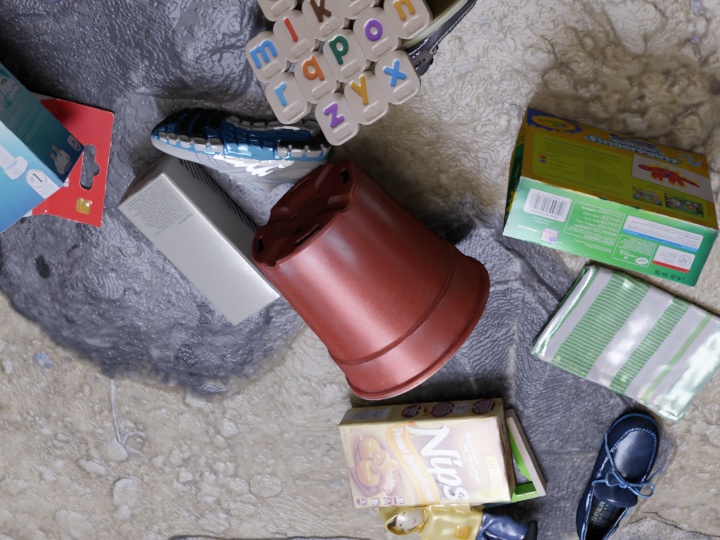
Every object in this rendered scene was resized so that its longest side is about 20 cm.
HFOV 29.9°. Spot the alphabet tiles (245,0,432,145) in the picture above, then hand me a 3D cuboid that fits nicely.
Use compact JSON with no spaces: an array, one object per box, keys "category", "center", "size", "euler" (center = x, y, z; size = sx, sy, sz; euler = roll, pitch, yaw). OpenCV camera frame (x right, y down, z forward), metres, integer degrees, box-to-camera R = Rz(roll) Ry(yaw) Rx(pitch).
[{"category":"alphabet tiles","center":[-0.024,-0.237,1.359],"size":[0.200,0.015,0.196],"euler":[-32,80,27]}]

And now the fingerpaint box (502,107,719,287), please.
[{"category":"fingerpaint box","center":[0.252,-0.076,1.374],"size":[0.200,0.167,0.073],"euler":[15,122,0]}]

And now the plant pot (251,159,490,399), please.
[{"category":"plant pot","center":[0.000,0.000,1.438],"size":[0.201,0.201,0.195],"euler":[-31,119,26]}]

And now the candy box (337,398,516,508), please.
[{"category":"candy box","center":[0.082,0.223,1.641],"size":[0.200,0.055,0.116],"euler":[-5,108,18]}]

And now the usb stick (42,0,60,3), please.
[{"category":"usb stick","center":[-0.299,-0.320,1.342],"size":[0.055,0.033,0.200],"euler":[27,156,-18]}]

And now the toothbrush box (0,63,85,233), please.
[{"category":"toothbrush box","center":[-0.424,-0.145,1.451],"size":[0.146,0.085,0.200],"euler":[-33,115,26]}]

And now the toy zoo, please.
[{"category":"toy zoo","center":[0.119,0.249,1.699],"size":[0.200,0.020,0.131],"euler":[-15,118,19]}]

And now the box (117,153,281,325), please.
[{"category":"box","center":[-0.174,-0.038,1.538],"size":[0.082,0.068,0.200],"euler":[-31,113,27]}]

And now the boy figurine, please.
[{"category":"boy figurine","center":[0.122,0.317,1.692],"size":[0.200,0.064,0.124],"euler":[19,127,-5]}]

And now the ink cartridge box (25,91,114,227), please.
[{"category":"ink cartridge box","center":[-0.390,-0.127,1.534],"size":[0.200,0.050,0.161],"euler":[16,124,3]}]

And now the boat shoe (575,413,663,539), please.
[{"category":"boat shoe","center":[0.319,0.266,1.643],"size":[0.084,0.069,0.200],"euler":[11,124,3]}]

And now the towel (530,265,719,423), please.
[{"category":"towel","center":[0.316,0.084,1.554],"size":[0.200,0.023,0.153],"euler":[25,123,-6]}]

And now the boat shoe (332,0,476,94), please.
[{"category":"boat shoe","center":[0.044,-0.228,1.379],"size":[0.201,0.072,0.066],"euler":[-36,134,24]}]

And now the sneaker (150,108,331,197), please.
[{"category":"sneaker","center":[-0.132,-0.120,1.477],"size":[0.200,0.075,0.087],"euler":[9,130,5]}]
